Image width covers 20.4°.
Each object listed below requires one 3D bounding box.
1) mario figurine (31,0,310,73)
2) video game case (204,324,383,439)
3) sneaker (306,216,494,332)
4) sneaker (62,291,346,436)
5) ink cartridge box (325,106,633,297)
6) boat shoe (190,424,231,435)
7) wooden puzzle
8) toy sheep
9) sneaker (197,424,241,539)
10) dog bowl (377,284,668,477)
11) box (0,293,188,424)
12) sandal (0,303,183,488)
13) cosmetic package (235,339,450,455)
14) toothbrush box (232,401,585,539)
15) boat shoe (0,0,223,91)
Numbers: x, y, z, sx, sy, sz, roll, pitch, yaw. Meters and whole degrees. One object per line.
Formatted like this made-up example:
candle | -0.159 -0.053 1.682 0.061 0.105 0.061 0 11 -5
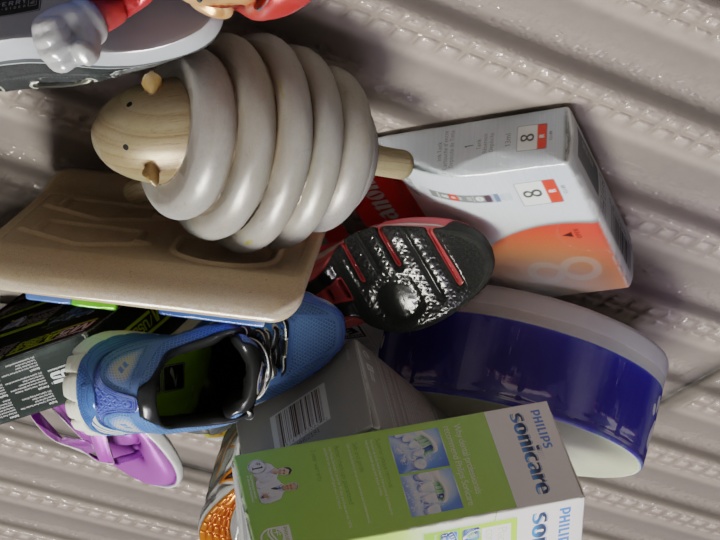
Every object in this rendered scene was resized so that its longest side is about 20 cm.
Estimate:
mario figurine | -0.112 -0.167 1.001 0.199 0.106 0.124 7 149 -4
video game case | -0.058 0.074 1.521 0.199 0.023 0.182 -8 149 17
sneaker | 0.000 0.000 1.305 0.199 0.087 0.074 -17 107 27
sneaker | -0.077 0.061 1.201 0.089 0.079 0.200 9 -160 43
ink cartridge box | 0.060 -0.031 1.290 0.199 0.050 0.162 -11 148 17
boat shoe | -0.136 0.065 1.375 0.068 0.072 0.200 64 164 -19
wooden puzzle | -0.119 -0.008 1.207 0.184 0.200 0.047 6 108 2
toy sheep | -0.059 -0.073 1.150 0.199 0.139 0.138 0 156 -30
sneaker | -0.069 0.122 1.517 0.075 0.092 0.200 22 122 -20
dog bowl | 0.109 0.078 1.395 0.199 0.079 0.200 14 164 4
box | -0.192 0.042 1.320 0.199 0.193 0.048 -18 106 32
sandal | -0.218 0.106 1.499 0.203 0.050 0.082 45 146 -20
cosmetic package | 0.020 0.144 1.321 0.107 0.090 0.200 -35 129 19
toothbrush box | 0.029 0.173 1.233 0.199 0.086 0.146 -10 134 -10
boat shoe | -0.162 -0.133 1.112 0.199 0.069 0.057 0 153 20
